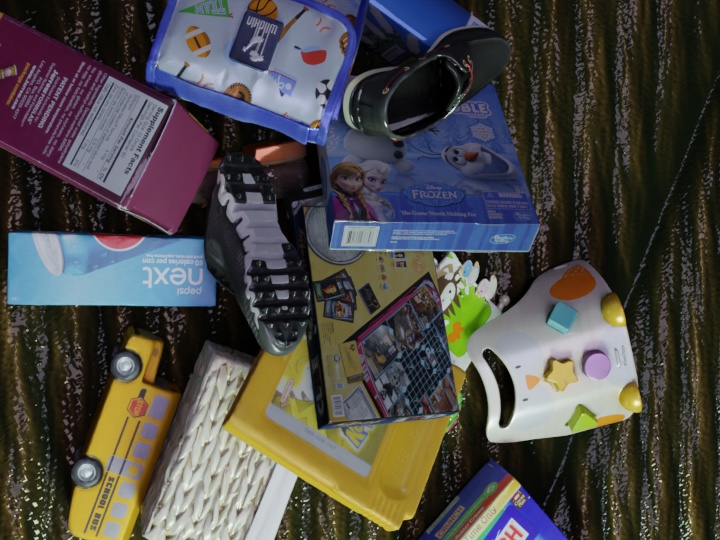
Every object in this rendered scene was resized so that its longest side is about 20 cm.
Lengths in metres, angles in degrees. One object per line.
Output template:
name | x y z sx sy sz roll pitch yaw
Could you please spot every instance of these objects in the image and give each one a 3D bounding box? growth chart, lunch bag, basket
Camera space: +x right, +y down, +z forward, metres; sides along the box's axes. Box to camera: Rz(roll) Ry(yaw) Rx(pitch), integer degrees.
growth chart | 0.086 0.050 0.931 0.198 0.018 0.147 29 90 -45
lunch bag | -0.084 -0.206 0.763 0.166 0.125 0.203 19 46 -4
basket | -0.132 0.183 0.854 0.121 0.135 0.204 22 86 -15

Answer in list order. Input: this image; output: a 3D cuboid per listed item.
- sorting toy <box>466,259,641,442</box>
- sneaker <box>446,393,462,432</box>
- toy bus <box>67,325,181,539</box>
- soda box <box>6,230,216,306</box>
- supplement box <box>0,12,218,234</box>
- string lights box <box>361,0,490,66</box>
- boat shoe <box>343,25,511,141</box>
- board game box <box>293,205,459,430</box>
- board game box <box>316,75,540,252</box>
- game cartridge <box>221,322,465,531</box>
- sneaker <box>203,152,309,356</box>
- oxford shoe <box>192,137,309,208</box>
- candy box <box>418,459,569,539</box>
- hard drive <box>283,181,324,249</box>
sorting toy | 0.214 0.114 0.976 0.176 0.107 0.205 -16 98 -7
sneaker | 0.032 0.141 0.930 0.196 0.084 0.078 8 110 -35
toy bus | -0.237 0.164 0.856 0.077 0.065 0.204 21 87 -17
soda box | -0.243 -0.002 0.845 0.195 0.064 0.070 1 93 -18
supplement box | -0.247 -0.129 0.765 0.197 0.131 0.105 27 86 9
string lights box | 0.027 -0.274 0.888 0.197 0.103 0.060 31 82 -16
boat shoe | 0.077 -0.177 0.807 0.199 0.063 0.075 -29 126 -30
board game box | 0.013 0.040 0.804 0.132 0.035 0.205 0 71 -23
board game box | 0.057 -0.109 0.835 0.195 0.044 0.202 0 50 -12
game cartridge | -0.008 0.120 0.804 0.198 0.032 0.179 32 60 -10
sneaker | -0.103 -0.004 0.798 0.065 0.091 0.204 0 59 -36
oxford shoe | -0.144 -0.081 0.868 0.195 0.071 0.075 -14 106 -13
candy box | 0.168 0.355 0.985 0.169 0.077 0.201 -44 103 -9
hard drive | 0.000 0.000 0.896 0.137 0.038 0.204 -15 119 -16
